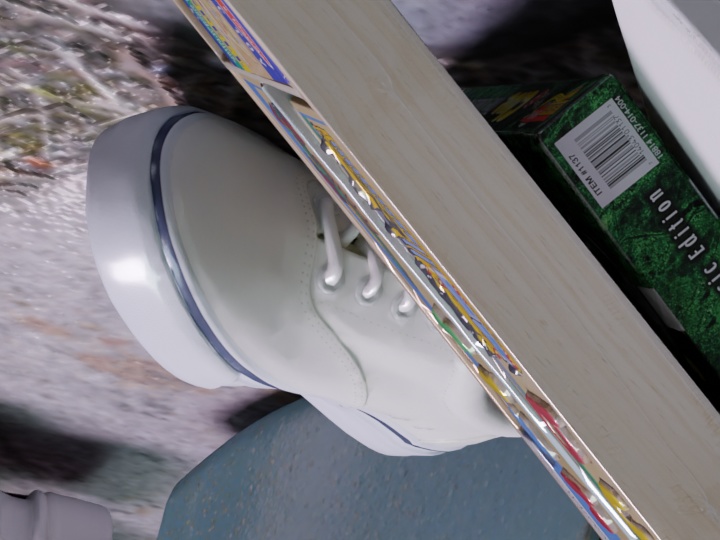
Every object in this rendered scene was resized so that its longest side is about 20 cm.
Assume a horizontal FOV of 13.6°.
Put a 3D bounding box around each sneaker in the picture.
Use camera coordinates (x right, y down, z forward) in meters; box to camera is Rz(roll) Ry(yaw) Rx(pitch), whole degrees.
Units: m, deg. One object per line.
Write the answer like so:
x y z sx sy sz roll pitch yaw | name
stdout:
0.000 0.000 0.810 0.070 0.074 0.200 -13 160 25 | sneaker

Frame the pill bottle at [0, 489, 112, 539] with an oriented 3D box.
-0.193 0.101 1.071 0.199 0.113 0.112 14 159 -13 | pill bottle

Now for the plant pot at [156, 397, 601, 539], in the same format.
0.029 0.145 1.003 0.199 0.197 0.196 3 160 36 | plant pot

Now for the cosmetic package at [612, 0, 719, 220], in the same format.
0.122 -0.028 0.592 0.113 0.081 0.200 -37 155 -2 | cosmetic package

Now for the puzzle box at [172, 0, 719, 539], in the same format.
0.021 -0.005 0.616 0.200 0.025 0.133 51 176 -10 | puzzle box

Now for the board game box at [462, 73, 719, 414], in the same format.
0.058 0.005 0.669 0.105 0.023 0.200 55 176 -6 | board game box
